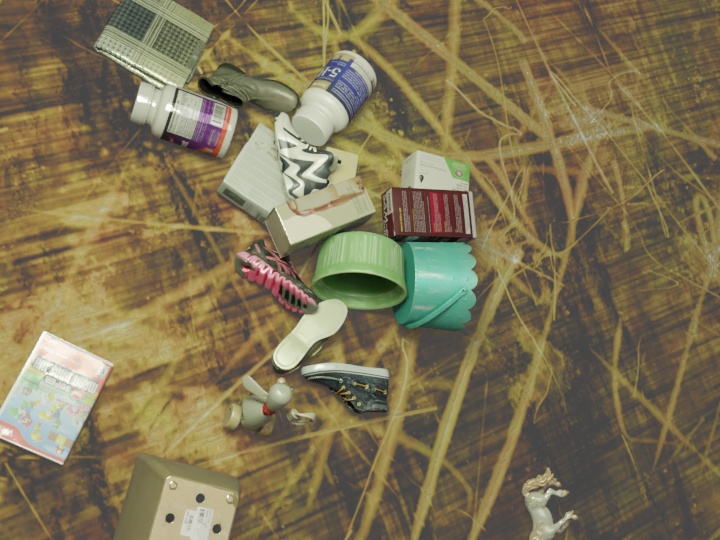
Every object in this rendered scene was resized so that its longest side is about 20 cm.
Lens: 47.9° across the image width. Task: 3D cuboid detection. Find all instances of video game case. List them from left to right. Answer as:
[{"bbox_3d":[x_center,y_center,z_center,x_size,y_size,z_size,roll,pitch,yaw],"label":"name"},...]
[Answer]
[{"bbox_3d":[-0.559,0.230,1.470,0.142,0.017,0.201,29,68,-16],"label":"video game case"}]

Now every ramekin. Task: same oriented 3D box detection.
[{"bbox_3d":[0.000,0.000,1.682,0.198,0.200,0.099,14,64,-20],"label":"ramekin"}]

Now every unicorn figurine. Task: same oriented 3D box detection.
[{"bbox_3d":[0.415,0.557,1.803,0.136,0.074,0.201,-19,71,-17],"label":"unicorn figurine"}]

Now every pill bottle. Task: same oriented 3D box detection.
[{"bbox_3d":[-0.359,-0.309,1.641,0.198,0.111,0.112,17,71,-19],"label":"pill bottle"},{"bbox_3d":[-0.061,-0.376,1.785,0.119,0.120,0.201,39,65,-11],"label":"pill bottle"}]

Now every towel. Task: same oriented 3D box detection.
[{"bbox_3d":[-0.428,-0.487,1.704,0.199,0.035,0.194,27,65,-14],"label":"towel"}]

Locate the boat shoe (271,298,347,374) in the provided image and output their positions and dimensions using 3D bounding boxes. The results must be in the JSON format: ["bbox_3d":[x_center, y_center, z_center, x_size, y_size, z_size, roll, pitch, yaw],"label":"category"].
[{"bbox_3d":[-0.107,0.136,1.673,0.072,0.060,0.202,43,63,7],"label":"boat shoe"}]

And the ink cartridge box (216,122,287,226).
[{"bbox_3d":[-0.196,-0.198,1.735,0.162,0.057,0.201,33,46,-13],"label":"ink cartridge box"}]

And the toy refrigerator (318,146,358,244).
[{"bbox_3d":[-0.062,-0.157,1.762,0.075,0.070,0.202,12,72,-14],"label":"toy refrigerator"}]

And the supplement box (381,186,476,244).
[{"bbox_3d":[0.148,-0.117,1.755,0.198,0.061,0.110,2,76,-22],"label":"supplement box"}]

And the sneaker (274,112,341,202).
[{"bbox_3d":[-0.109,-0.246,1.706,0.128,0.080,0.201,-10,68,-9],"label":"sneaker"}]

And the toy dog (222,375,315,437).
[{"bbox_3d":[-0.183,0.247,1.557,0.132,0.199,0.097,35,45,-39],"label":"toy dog"}]

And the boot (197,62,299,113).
[{"bbox_3d":[-0.234,-0.362,1.691,0.198,0.068,0.131,21,30,-3],"label":"boot"}]

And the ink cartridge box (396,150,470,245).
[{"bbox_3d":[0.167,-0.153,1.852,0.145,0.084,0.202,11,73,-20],"label":"ink cartridge box"}]

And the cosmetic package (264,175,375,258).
[{"bbox_3d":[-0.082,-0.110,1.649,0.199,0.103,0.088,-23,85,-24],"label":"cosmetic package"}]

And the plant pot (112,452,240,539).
[{"bbox_3d":[-0.315,0.444,1.438,0.198,0.177,0.202,19,70,-18],"label":"plant pot"}]

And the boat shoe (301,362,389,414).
[{"bbox_3d":[-0.028,0.245,1.673,0.198,0.071,0.092,8,70,-24],"label":"boat shoe"}]

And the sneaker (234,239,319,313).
[{"bbox_3d":[-0.158,0.006,1.664,0.199,0.079,0.096,36,49,4],"label":"sneaker"}]

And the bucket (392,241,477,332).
[{"bbox_3d":[0.153,0.033,1.740,0.133,0.207,0.209,4,75,-13],"label":"bucket"}]
